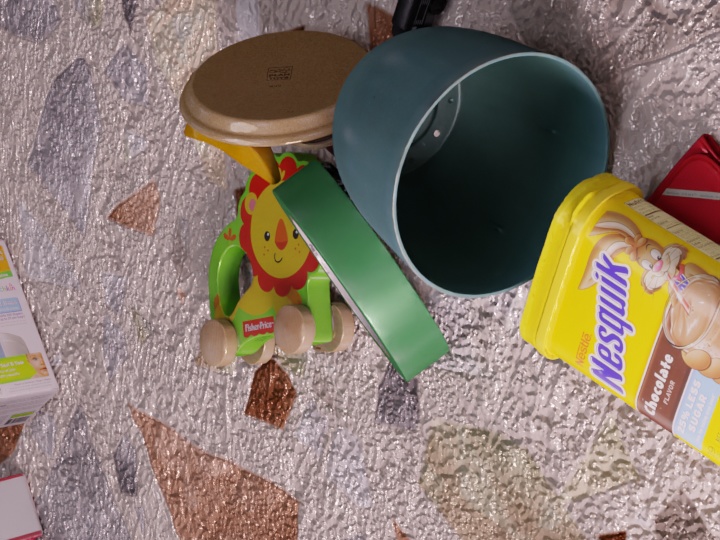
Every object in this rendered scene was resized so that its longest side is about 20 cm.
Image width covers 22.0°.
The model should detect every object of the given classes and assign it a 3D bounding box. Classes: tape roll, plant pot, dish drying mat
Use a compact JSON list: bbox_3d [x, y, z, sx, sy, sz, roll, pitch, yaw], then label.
[{"bbox_3d":[0.000,0.000,1.578,0.201,0.048,0.200,55,178,3],"label":"tape roll"},{"bbox_3d":[0.071,-0.102,1.469,0.161,0.200,0.202,38,125,51],"label":"plant pot"},{"bbox_3d":[0.229,-0.011,1.428,0.077,0.018,0.200,56,134,24],"label":"dish drying mat"}]

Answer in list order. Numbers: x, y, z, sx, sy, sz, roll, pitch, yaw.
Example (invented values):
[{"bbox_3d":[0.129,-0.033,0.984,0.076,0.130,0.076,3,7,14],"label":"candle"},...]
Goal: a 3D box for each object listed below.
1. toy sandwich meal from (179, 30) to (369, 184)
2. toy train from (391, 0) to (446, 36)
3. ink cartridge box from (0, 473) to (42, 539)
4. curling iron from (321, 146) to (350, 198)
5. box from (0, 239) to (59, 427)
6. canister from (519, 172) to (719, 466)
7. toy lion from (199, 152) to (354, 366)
[{"bbox_3d":[-0.071,-0.146,1.638,0.205,0.205,0.071,30,140,42],"label":"toy sandwich meal"},{"bbox_3d":[0.064,-0.279,1.546,0.034,0.046,0.201,40,125,37],"label":"toy train"},{"bbox_3d":[-0.498,0.325,2.236,0.200,0.145,0.084,-33,75,47],"label":"ink cartridge box"},{"bbox_3d":[-0.054,-0.133,1.713,0.200,0.049,0.026,56,159,37],"label":"curling iron"},{"bbox_3d":[-0.450,0.078,2.159,0.101,0.112,0.201,-41,66,45],"label":"box"},{"bbox_3d":[0.229,0.039,1.370,0.200,0.086,0.149,34,125,30],"label":"canister"},{"bbox_3d":[-0.080,-0.013,1.759,0.199,0.068,0.193,-12,81,50],"label":"toy lion"}]
